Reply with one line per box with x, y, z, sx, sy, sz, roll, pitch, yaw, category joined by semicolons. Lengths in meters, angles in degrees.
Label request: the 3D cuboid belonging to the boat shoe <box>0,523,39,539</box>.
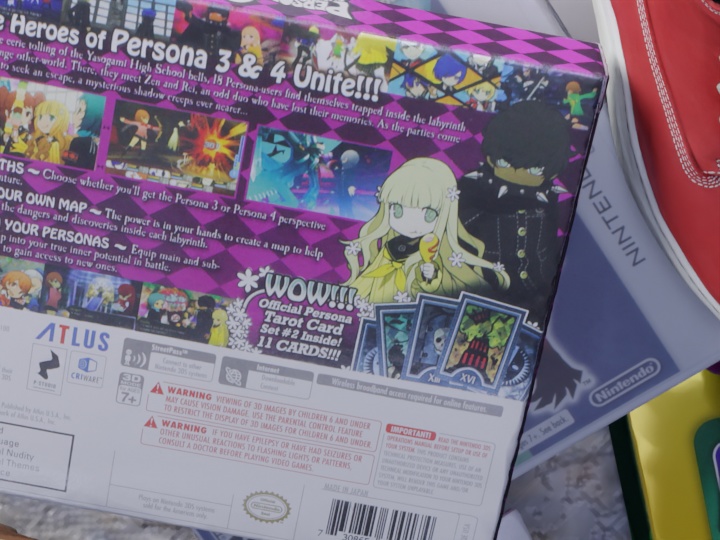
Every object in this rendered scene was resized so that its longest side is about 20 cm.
-0.143;0.122;0.909;0.199;0.067;0.072;28;90;-29;boat shoe

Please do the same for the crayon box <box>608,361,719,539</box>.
0.202;0.085;0.935;0.198;0.058;0.174;-14;106;-3;crayon box

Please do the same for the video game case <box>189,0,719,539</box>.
0.000;0.000;0.814;0.199;0.023;0.183;-31;110;13;video game case

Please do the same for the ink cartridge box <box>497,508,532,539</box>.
0.010;0.208;0.891;0.199;0.045;0.177;-30;99;-12;ink cartridge box

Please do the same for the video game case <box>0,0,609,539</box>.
-0.038;-0.001;0.779;0.198;0.036;0.183;10;115;-3;video game case

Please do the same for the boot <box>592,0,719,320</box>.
0.122;-0.051;0.718;0.072;0.144;0.201;-24;108;-6;boot

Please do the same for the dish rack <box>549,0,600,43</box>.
0.089;-0.071;0.857;0.200;0.043;0.172;-45;111;-13;dish rack
